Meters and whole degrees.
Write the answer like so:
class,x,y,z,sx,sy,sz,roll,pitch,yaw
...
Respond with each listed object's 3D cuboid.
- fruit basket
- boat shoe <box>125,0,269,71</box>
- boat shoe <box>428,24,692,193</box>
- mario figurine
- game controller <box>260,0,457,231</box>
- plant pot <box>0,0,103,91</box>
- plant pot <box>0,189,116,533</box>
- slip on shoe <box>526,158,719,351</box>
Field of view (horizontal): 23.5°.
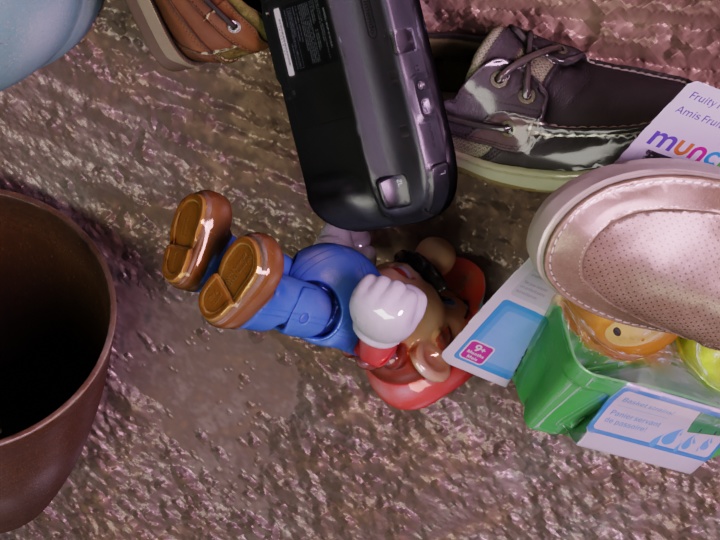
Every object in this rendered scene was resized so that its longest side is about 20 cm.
class,x,y,z,sx,sy,sz,roll,pitch,yaw
fruit basket,0.165,0.011,0.808,0.185,0.094,0.200,17,138,-28
boat shoe,-0.099,-0.193,0.860,0.068,0.072,0.200,-7,130,30
boat shoe,0.069,-0.085,0.838,0.200,0.072,0.066,6,132,32
mario figurine,0.000,0.000,0.901,0.106,0.124,0.200,-32,146,33
game controller,-0.009,-0.118,0.834,0.104,0.042,0.201,-6,98,60
plant pot,-0.254,-0.164,0.923,0.200,0.134,0.201,16,132,19
plant pot,-0.243,0.081,1.099,0.186,0.187,0.200,24,148,12
slip on shoe,0.168,0.009,0.732,0.199,0.061,0.076,17,117,-20
